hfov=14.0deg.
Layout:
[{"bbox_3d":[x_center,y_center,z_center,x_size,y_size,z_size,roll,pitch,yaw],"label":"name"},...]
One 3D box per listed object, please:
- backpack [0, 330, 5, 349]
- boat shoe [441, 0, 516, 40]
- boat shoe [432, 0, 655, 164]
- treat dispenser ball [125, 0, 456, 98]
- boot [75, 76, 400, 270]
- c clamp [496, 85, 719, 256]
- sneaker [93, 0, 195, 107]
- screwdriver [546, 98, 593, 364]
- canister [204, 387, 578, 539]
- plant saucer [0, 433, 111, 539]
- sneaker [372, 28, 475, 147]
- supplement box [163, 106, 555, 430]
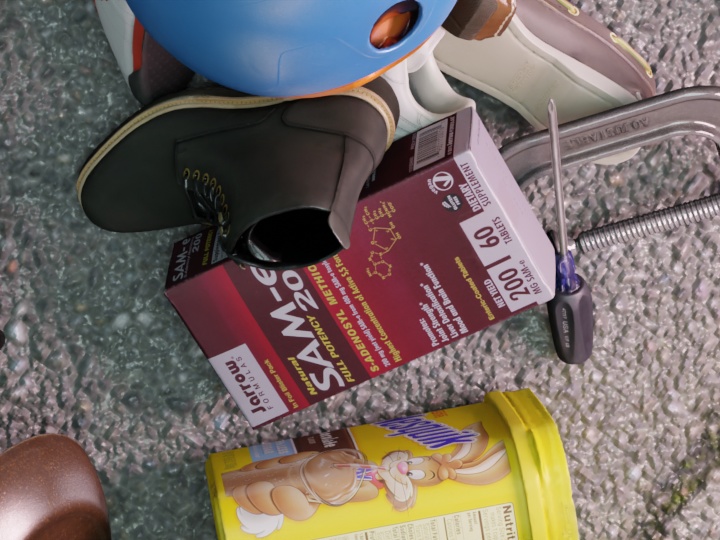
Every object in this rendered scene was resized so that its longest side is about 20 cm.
[{"bbox_3d":[-0.307,-0.006,1.608,0.189,0.200,0.155,-18,68,-7],"label":"backpack"},{"bbox_3d":[0.061,-0.223,1.642,0.073,0.076,0.201,0,61,-26],"label":"boat shoe"},{"bbox_3d":[0.088,-0.142,1.704,0.199,0.060,0.072,35,134,-8],"label":"boat shoe"},{"bbox_3d":[-0.036,-0.191,1.527,0.199,0.201,0.202,-1,100,-8],"label":"treat dispenser ball"},{"bbox_3d":[-0.083,-0.039,1.625,0.199,0.139,0.078,-20,120,25],"label":"boot"},{"bbox_3d":[0.170,-0.041,1.714,0.199,0.027,0.171,-12,143,5],"label":"c clamp"},{"bbox_3d":[-0.145,-0.195,1.663,0.067,0.108,0.202,-40,142,-37],"label":"sneaker"},{"bbox_3d":[0.114,-0.023,1.699,0.028,0.029,0.201,-37,134,-27],"label":"screwdriver"},{"bbox_3d":[0.015,0.135,1.695,0.199,0.149,0.087,-11,101,-4],"label":"canister"},{"bbox_3d":[-0.196,0.191,1.654,0.036,0.200,0.202,24,96,23],"label":"plant saucer"},{"bbox_3d":[-0.009,-0.148,1.668,0.099,0.075,0.200,-23,113,33],"label":"sneaker"},{"bbox_3d":[0.000,0.000,1.675,0.199,0.061,0.109,-25,115,17],"label":"supplement box"}]
